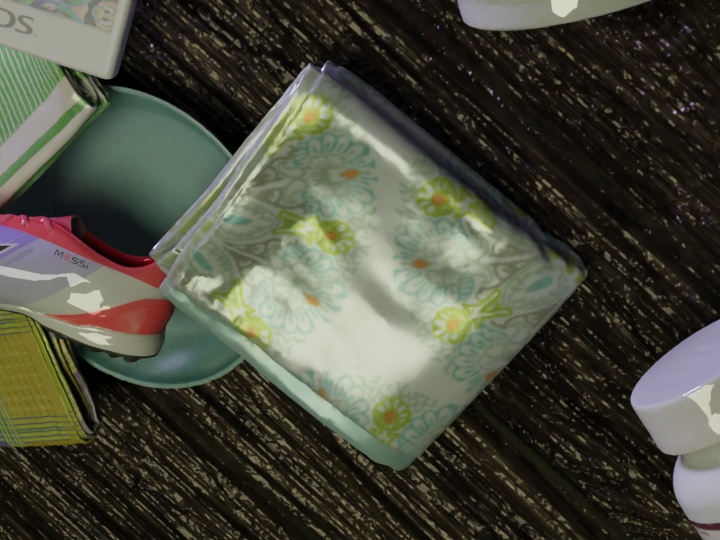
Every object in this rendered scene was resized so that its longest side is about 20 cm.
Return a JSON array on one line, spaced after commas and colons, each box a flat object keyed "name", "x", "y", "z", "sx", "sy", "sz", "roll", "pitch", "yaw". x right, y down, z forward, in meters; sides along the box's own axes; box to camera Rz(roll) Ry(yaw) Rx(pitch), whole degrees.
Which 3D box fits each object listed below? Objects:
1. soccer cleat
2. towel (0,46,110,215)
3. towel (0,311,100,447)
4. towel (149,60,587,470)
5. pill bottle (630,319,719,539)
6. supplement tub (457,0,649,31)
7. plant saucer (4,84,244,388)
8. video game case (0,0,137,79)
[{"name": "soccer cleat", "x": -0.206, "y": -0.009, "z": 0.990, "sx": 0.199, "sy": 0.068, "sz": 0.074, "roll": 18, "pitch": 103, "yaw": -5}, {"name": "towel", "x": -0.248, "y": -0.139, "z": 1.006, "sx": 0.152, "sy": 0.023, "sz": 0.201, "roll": -39, "pitch": 81, "yaw": 35}, {"name": "towel", "x": -0.259, "y": 0.053, "z": 1.106, "sx": 0.199, "sy": 0.023, "sz": 0.144, "roll": -7, "pitch": 112, "yaw": 42}, {"name": "towel", "x": 0.000, "y": 0.000, "z": 0.941, "sx": 0.200, "sy": 0.048, "sz": 0.171, "roll": 38, "pitch": 117, "yaw": -8}, {"name": "pill bottle", "x": 0.235, "y": 0.126, "z": 0.881, "sx": 0.109, "sy": 0.110, "sz": 0.201, "roll": -30, "pitch": 98, "yaw": 33}, {"name": "supplement tub", "x": 0.083, "y": -0.225, "z": 0.762, "sx": 0.139, "sy": 0.140, "sz": 0.201, "roll": -5, "pitch": 111, "yaw": 27}, {"name": "plant saucer", "x": -0.134, "y": -0.024, "z": 1.026, "sx": 0.199, "sy": 0.036, "sz": 0.201, "roll": 11, "pitch": 119, "yaw": 21}, {"name": "video game case", "x": -0.197, "y": -0.227, "z": 0.912, "sx": 0.181, "sy": 0.024, "sz": 0.201, "roll": 18, "pitch": 107, "yaw": 0}]
